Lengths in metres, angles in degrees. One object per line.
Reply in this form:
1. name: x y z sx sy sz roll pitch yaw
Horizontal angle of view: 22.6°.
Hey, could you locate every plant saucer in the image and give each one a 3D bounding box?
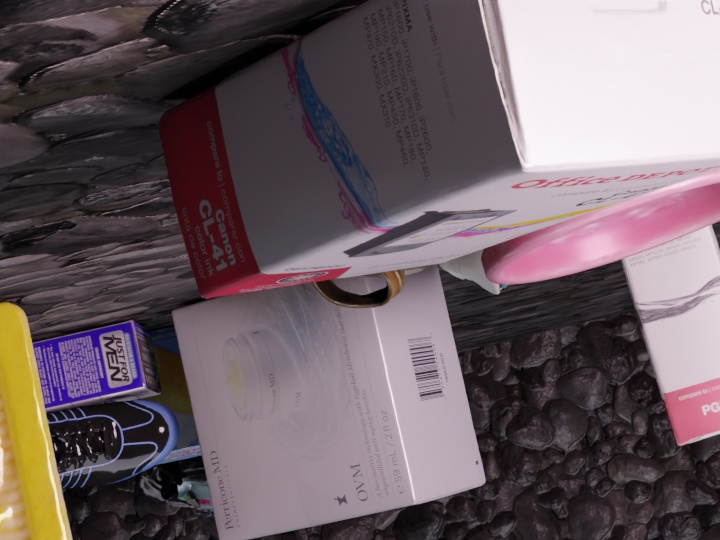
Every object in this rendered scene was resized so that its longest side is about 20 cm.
1. plant saucer: 0.168 -0.047 1.149 0.199 0.051 0.201 -18 170 -3

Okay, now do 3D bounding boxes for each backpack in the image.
1. backpack: -0.113 0.167 1.771 0.198 0.168 0.127 10 158 -6

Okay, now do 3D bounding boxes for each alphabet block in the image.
1. alphabet block: -0.319 0.143 1.288 0.195 0.197 0.200 -13 173 -14

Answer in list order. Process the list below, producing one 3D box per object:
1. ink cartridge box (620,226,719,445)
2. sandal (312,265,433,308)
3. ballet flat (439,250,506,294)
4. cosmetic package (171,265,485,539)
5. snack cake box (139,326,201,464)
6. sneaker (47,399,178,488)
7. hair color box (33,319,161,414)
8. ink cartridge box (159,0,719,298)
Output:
1. ink cartridge box: 0.279 0.039 1.529 0.084 0.202 0.146 -19 173 10
2. sandal: 0.000 0.000 1.282 0.080 0.055 0.200 -15 173 21
3. ballet flat: 0.084 -0.017 1.297 0.069 0.070 0.200 -14 175 10
4. cosmetic package: -0.029 0.104 1.483 0.199 0.201 0.123 -17 173 32
5. snack cake box: -0.209 0.123 1.660 0.198 0.116 0.067 -11 168 -14
6. sneaker: -0.251 0.152 1.501 0.198 0.071 0.078 -13 177 0
7. hair color box: -0.279 0.097 1.552 0.198 0.065 0.109 -11 173 -1
8. ink cartridge box: 0.037 -0.056 0.712 0.147 0.086 0.199 -7 173 -40
